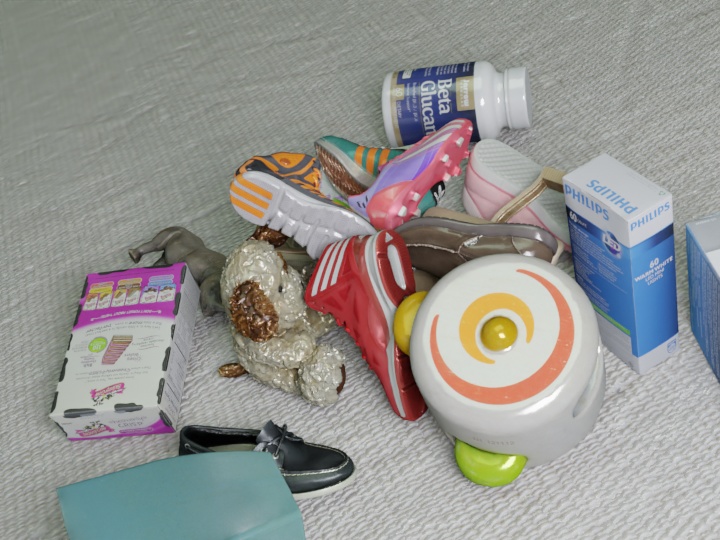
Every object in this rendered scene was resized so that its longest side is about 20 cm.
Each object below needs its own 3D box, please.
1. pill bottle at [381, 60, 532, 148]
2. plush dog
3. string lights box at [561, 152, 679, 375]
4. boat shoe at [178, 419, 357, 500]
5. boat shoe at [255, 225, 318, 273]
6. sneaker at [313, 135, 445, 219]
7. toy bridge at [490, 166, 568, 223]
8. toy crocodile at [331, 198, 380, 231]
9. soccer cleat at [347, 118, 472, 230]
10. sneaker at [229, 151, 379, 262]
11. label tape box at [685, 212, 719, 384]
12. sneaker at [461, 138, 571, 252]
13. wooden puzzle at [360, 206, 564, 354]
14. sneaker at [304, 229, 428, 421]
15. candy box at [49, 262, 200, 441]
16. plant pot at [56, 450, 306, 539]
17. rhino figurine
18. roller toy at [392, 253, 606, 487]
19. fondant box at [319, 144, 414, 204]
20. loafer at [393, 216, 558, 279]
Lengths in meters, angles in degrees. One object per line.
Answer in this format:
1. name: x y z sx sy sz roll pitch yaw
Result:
1. pill bottle: 0.135 -0.229 1.470 0.196 0.112 0.112 -5 39 15
2. plush dog: -0.103 0.042 1.177 0.157 0.174 0.202 -11 39 8
3. string lights box: 0.265 -0.005 1.074 0.058 0.202 0.103 -27 39 -15
4. boat shoe: -0.100 0.184 1.079 0.196 0.067 0.074 1 20 25
5. boat shoe: -0.033 -0.021 1.311 0.196 0.065 0.073 7 59 -2
6. sneaker: 0.024 -0.121 1.326 0.079 0.072 0.199 -35 51 -22
7. toy bridge: 0.169 -0.027 1.208 0.067 0.027 0.202 24 82 37
8. toy crocodile: 0.000 0.000 1.207 0.067 0.062 0.202 -31 49 20
9. soccer cleat: 0.064 -0.121 1.235 0.076 0.067 0.201 25 55 21
10. sneaker: -0.043 -0.073 1.174 0.198 0.078 0.113 32 30 -7
11. label tape box: 0.371 0.060 1.001 0.065 0.145 0.201 -15 38 2
12. sneaker: 0.207 -0.067 1.289 0.199 0.105 0.075 36 52 11
13. wooden puzzle: 0.113 0.035 1.179 0.183 0.037 0.202 18 74 37
14. sneaker: 0.010 0.059 1.124 0.114 0.204 0.078 -3 10 38
15. candy box: -0.270 0.093 1.240 0.134 0.061 0.203 -6 50 13
16. plant pot: -0.154 0.257 0.969 0.197 0.143 0.142 -18 37 -18
17. rhino figurine: -0.214 0.003 1.361 0.087 0.060 0.199 -37 44 -20
18. roller toy: 0.141 0.083 1.024 0.180 0.140 0.202 -28 57 1
19. fondant box: 0.003 -0.088 1.392 0.196 0.059 0.146 -12 39 8
20. loafer: 0.110 -0.011 1.135 0.197 0.073 0.072 1 66 34
